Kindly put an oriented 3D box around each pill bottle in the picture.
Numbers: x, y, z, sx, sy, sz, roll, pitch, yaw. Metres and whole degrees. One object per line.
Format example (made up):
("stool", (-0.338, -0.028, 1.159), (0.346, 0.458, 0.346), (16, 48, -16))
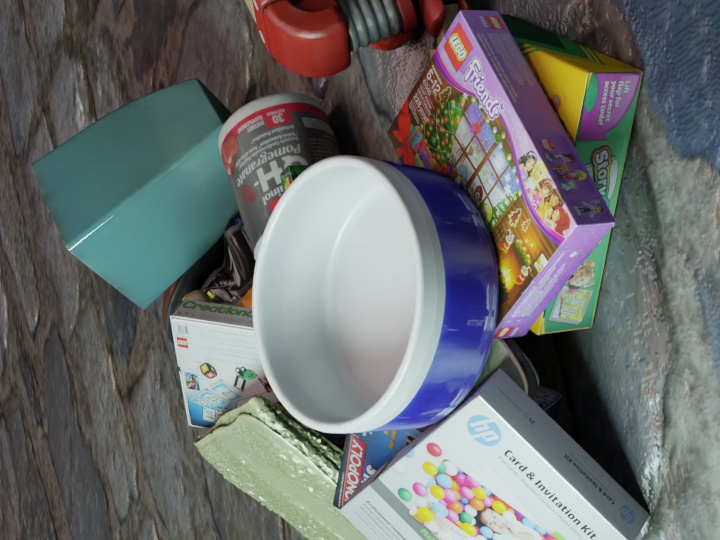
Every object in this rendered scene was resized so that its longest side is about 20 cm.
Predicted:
("pill bottle", (-0.056, -0.057, 1.474), (0.111, 0.110, 0.201), (-55, 47, 48))

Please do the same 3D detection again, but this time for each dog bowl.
("dog bowl", (0.008, 0.019, 1.165), (0.200, 0.078, 0.201), (-6, 82, 50))

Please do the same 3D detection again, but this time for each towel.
("towel", (-0.052, 0.196, 1.451), (0.037, 0.200, 0.148), (-58, 10, -33))

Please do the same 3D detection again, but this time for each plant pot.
("plant pot", (-0.212, -0.095, 1.657), (0.200, 0.141, 0.142), (-38, 50, 7))

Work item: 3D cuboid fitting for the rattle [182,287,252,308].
("rattle", (-0.102, 0.095, 1.634), (0.130, 0.143, 0.201), (32, 150, 46))

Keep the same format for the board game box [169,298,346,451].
("board game box", (-0.073, 0.099, 1.449), (0.199, 0.035, 0.127), (8, 123, 20))

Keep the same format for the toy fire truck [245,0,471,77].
("toy fire truck", (0.014, -0.196, 1.287), (0.129, 0.175, 0.201), (83, 162, -64))

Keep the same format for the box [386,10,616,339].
("box", (0.096, -0.070, 1.153), (0.137, 0.039, 0.201), (-57, 48, 44))

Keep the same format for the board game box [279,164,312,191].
("board game box", (0.000, 0.000, 1.386), (0.023, 0.104, 0.201), (-44, 57, 55))

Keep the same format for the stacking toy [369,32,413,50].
("stacking toy", (-0.017, -0.260, 1.419), (0.200, 0.085, 0.086), (46, 132, 43))

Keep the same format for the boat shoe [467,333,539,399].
("boat shoe", (0.071, 0.040, 1.221), (0.200, 0.062, 0.072), (39, 120, 36))

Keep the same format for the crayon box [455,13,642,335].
("crayon box", (0.123, -0.077, 1.202), (0.172, 0.058, 0.201), (37, 125, 54))

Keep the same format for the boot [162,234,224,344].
("boot", (-0.219, -0.033, 1.813), (0.200, 0.068, 0.189), (36, 124, 55))

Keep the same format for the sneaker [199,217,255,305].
("sneaker", (-0.146, 0.039, 1.674), (0.071, 0.082, 0.201), (56, 138, 48))

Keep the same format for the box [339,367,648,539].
("box", (0.096, 0.183, 1.192), (0.156, 0.041, 0.200), (44, 132, -1))

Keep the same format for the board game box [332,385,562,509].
("board game box", (0.046, 0.135, 1.281), (0.199, 0.062, 0.201), (33, 133, 24))
